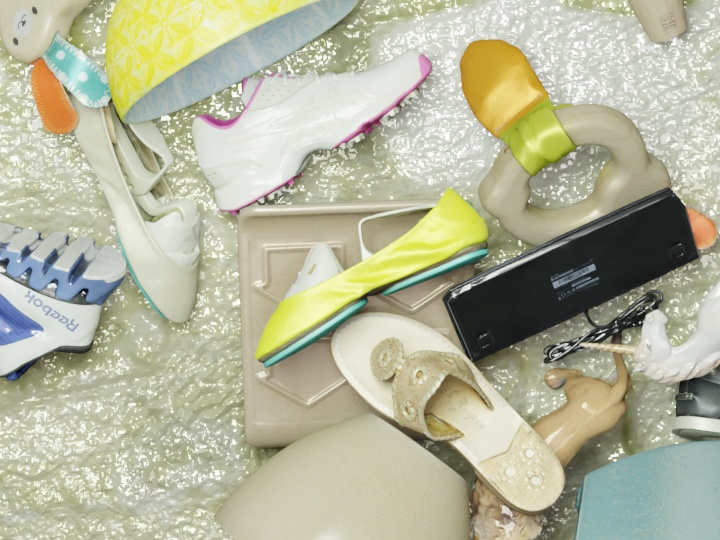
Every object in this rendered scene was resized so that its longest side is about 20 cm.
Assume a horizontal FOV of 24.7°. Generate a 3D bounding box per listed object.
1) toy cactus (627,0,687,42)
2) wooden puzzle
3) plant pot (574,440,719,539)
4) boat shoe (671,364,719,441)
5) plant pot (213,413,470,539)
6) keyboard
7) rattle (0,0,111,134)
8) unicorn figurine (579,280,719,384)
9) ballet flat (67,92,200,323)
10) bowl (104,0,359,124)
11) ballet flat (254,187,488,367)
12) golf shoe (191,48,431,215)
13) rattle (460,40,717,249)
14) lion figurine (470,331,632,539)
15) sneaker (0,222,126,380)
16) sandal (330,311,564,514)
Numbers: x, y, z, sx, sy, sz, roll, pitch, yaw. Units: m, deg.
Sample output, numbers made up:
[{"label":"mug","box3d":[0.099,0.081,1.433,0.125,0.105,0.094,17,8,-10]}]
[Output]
[{"label":"toy cactus","box3d":[0.216,-0.258,1.257,0.199,0.102,0.166,-27,107,-8]},{"label":"wooden puzzle","box3d":[-0.003,0.039,1.290,0.183,0.046,0.202,-2,107,-5]},{"label":"plant pot","box3d":[0.253,0.244,1.247,0.198,0.196,0.198,9,115,9]},{"label":"boat shoe","box3d":[0.347,0.111,1.310,0.198,0.072,0.068,10,71,-9]},{"label":"plant pot","box3d":[0.006,0.189,1.246,0.199,0.200,0.135,35,84,-6]},{"label":"keyboard","box3d":[0.168,0.017,1.268,0.198,0.021,0.128,-24,129,1]},{"label":"rattle","box3d":[-0.256,-0.210,1.191,0.129,0.143,0.202,2,86,19]},{"label":"unicorn figurine","box3d":[0.289,0.026,1.262,0.198,0.074,0.138,4,122,-32]},{"label":"ballet flat","box3d":[-0.163,-0.057,1.262,0.069,0.069,0.202,-26,97,1]},{"label":"bowl","box3d":[-0.111,-0.199,1.193,0.199,0.200,0.108,-28,90,1]},{"label":"ballet flat","box3d":[0.000,0.000,1.228,0.199,0.067,0.068,-27,86,0]},{"label":"golf shoe","box3d":[-0.041,-0.125,1.264,0.199,0.075,0.092,-32,94,0]},{"label":"rattle","box3d":[0.175,-0.086,1.294,0.198,0.143,0.131,10,111,-31]},{"label":"lion figurine","box3d":[0.152,0.133,1.275,0.072,0.123,0.201,35,93,-6]},{"label":"sneaker","box3d":[-0.284,0.020,1.259,0.197,0.081,0.116,18,111,7]},{"label":"sandal","box3d":[0.067,0.094,1.210,0.211,0.070,0.078,40,77,11]}]
